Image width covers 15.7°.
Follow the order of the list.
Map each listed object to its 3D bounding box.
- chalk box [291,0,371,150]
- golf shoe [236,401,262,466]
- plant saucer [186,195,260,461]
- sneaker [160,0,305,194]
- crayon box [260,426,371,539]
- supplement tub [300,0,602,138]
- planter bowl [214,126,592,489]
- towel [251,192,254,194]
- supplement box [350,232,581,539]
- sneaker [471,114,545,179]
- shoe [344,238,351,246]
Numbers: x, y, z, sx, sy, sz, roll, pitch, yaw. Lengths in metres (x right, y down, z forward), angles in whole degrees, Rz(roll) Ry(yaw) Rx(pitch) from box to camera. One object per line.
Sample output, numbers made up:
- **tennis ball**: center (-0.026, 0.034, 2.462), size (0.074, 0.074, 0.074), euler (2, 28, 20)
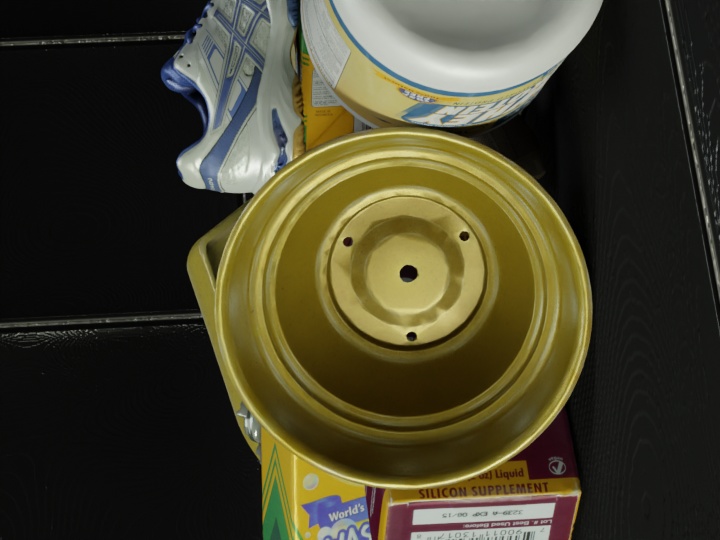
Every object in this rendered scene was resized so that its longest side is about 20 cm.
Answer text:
- **chalk box**: center (0.009, -0.189, 1.740), size (0.124, 0.125, 0.200), euler (95, 169, -48)
- **golf shoe**: center (0.012, 0.058, 1.700), size (0.200, 0.097, 0.078), euler (-56, -46, -26)
- **plant saucer**: center (-0.056, 0.026, 1.972), size (0.200, 0.048, 0.200), euler (-41, -60, -48)
- **sneaker**: center (-0.083, -0.147, 1.649), size (0.075, 0.088, 0.200), euler (104, 163, -75)
- **crayon box**: center (0.004, 0.127, 1.607), size (0.052, 0.126, 0.200), euler (26, 121, 60)
- **supplement tub**: center (0.044, -0.146, 1.359), size (0.200, 0.144, 0.145), euler (124, 143, -80)
- **planter bowl**: center (0.025, 0.011, 1.418), size (0.083, 0.200, 0.201), euler (-78, -12, -73)
- **towel**: center (-0.019, -0.129, 1.946), size (0.031, 0.149, 0.200), euler (49, 163, 1)
- **supplement box**: center (0.055, 0.073, 1.508), size (0.086, 0.110, 0.200), euler (96, 169, -51)
- **sneaker**: center (0.056, -0.081, 1.554), size (0.076, 0.070, 0.200), euler (66, 165, -7)
- **shoe**: center (0.000, 0.000, 1.657), size (0.200, 0.091, 0.072), euler (-75, -32, -42)
